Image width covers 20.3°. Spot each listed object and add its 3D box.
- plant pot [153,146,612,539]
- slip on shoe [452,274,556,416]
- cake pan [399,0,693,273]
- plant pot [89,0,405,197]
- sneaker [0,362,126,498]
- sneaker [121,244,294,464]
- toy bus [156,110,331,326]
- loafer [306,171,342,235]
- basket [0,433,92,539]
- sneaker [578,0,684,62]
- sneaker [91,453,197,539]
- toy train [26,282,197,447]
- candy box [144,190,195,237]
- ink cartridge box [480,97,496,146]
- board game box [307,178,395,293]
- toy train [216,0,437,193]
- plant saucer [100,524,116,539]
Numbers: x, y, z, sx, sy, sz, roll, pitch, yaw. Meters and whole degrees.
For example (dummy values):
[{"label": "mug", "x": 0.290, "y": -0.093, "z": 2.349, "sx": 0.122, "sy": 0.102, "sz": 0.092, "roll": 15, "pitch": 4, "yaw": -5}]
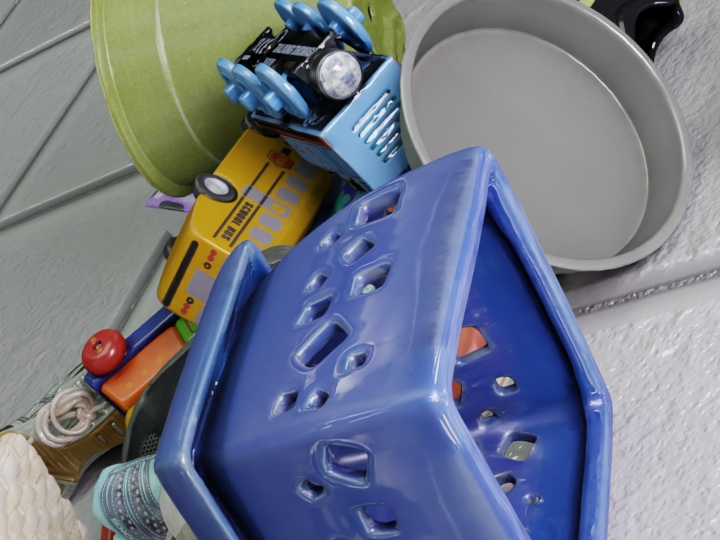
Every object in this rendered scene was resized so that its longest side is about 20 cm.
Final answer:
[{"label": "plant pot", "x": 0.012, "y": 0.084, "z": 1.033, "sx": 0.178, "sy": 0.201, "sz": 0.201, "roll": -14, "pitch": 35, "yaw": 23}, {"label": "slip on shoe", "x": 0.065, "y": 0.030, "z": 1.248, "sx": 0.074, "sy": 0.061, "sz": 0.201, "roll": -10, "pitch": 41, "yaw": 46}, {"label": "cake pan", "x": 0.109, "y": -0.082, "z": 1.230, "sx": 0.201, "sy": 0.199, "sz": 0.037, "roll": -61, "pitch": 6, "yaw": -36}, {"label": "plant pot", "x": -0.071, "y": -0.170, "z": 1.493, "sx": 0.188, "sy": 0.201, "sz": 0.201, "roll": -10, "pitch": 35, "yaw": 19}, {"label": "sneaker", "x": -0.226, "y": 0.127, "z": 1.529, "sx": 0.199, "sy": 0.076, "sz": 0.088, "roll": -34, "pitch": 10, "yaw": 9}, {"label": "sneaker", "x": -0.083, "y": 0.086, "z": 1.232, "sx": 0.200, "sy": 0.076, "sz": 0.114, "roll": -52, "pitch": 17, "yaw": 11}, {"label": "toy bus", "x": -0.076, "y": -0.037, "z": 1.366, "sx": 0.065, "sy": 0.078, "sz": 0.200, "roll": -62, "pitch": -1, "yaw": 31}, {"label": "loafer", "x": -0.047, "y": -0.014, "z": 1.479, "sx": 0.200, "sy": 0.072, "sz": 0.063, "roll": -50, "pitch": 21, "yaw": -10}, {"label": "basket", "x": -0.224, "y": 0.235, "z": 1.161, "sx": 0.160, "sy": 0.199, "sz": 0.200, "roll": -30, "pitch": 16, "yaw": 11}, {"label": "sneaker", "x": 0.156, "y": -0.121, "z": 1.344, "sx": 0.082, "sy": 0.072, "sz": 0.201, "roll": 16, "pitch": 72, "yaw": 33}, {"label": "sneaker", "x": -0.090, "y": 0.142, "z": 1.144, "sx": 0.085, "sy": 0.200, "sz": 0.078, "roll": -1, "pitch": 67, "yaw": 15}, {"label": "toy train", "x": -0.144, "y": 0.097, "z": 1.352, "sx": 0.200, "sy": 0.085, "sz": 0.116, "roll": -41, "pitch": 37, "yaw": 3}, {"label": "candy box", "x": -0.056, "y": -0.097, "z": 1.618, "sx": 0.200, "sy": 0.072, "sz": 0.167, "roll": -51, "pitch": 27, "yaw": -17}, {"label": "ink cartridge box", "x": 0.066, "y": -0.098, "z": 1.361, "sx": 0.201, "sy": 0.057, "sz": 0.163, "roll": -64, "pitch": -8, "yaw": -45}, {"label": "board game box", "x": 0.000, "y": 0.000, "z": 1.333, "sx": 0.153, "sy": 0.045, "sz": 0.200, "roll": -58, "pitch": 15, "yaw": 13}, {"label": "toy train", "x": -0.023, "y": -0.113, "z": 1.314, "sx": 0.087, "sy": 0.114, "sz": 0.200, "roll": -46, "pitch": 17, "yaw": -7}, {"label": "plant saucer", "x": -0.102, "y": 0.153, "z": 1.325, "sx": 0.199, "sy": 0.037, "sz": 0.200, "roll": -35, "pitch": 26, "yaw": 14}]
